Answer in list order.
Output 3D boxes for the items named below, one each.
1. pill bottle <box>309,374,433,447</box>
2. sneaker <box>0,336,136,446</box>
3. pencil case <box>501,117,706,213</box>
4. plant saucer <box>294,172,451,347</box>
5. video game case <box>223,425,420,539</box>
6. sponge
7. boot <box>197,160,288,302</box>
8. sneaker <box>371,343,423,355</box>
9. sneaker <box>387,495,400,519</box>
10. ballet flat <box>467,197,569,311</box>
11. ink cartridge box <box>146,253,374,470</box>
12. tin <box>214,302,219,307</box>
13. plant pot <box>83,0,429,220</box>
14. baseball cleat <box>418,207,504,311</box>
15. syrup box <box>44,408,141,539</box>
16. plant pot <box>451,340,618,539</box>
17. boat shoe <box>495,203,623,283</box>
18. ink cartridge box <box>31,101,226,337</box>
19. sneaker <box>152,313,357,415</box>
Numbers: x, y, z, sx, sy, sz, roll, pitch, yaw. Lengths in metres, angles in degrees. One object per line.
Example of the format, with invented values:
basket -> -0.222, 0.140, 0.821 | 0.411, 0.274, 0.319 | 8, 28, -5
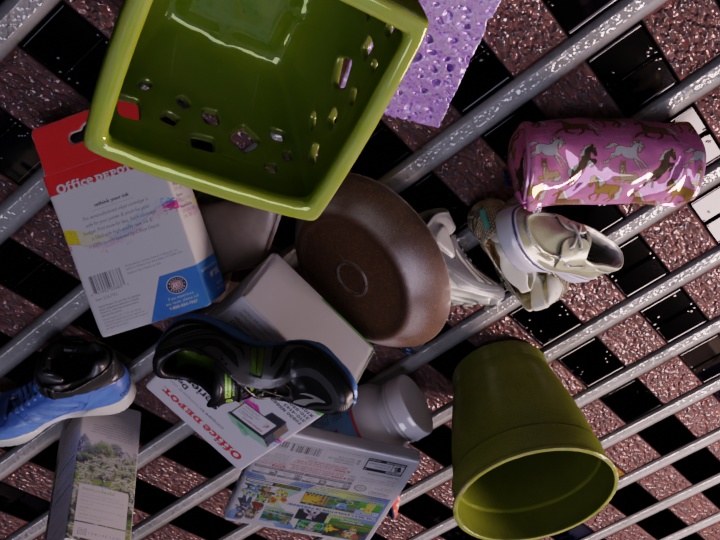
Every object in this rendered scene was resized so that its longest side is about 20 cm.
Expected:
pill bottle -> -0.010, 0.216, 1.132 | 0.199, 0.109, 0.109 | -31, 131, 19
sneaker -> -0.371, 0.135, 1.012 | 0.197, 0.077, 0.112 | -12, 141, -4
pencil case -> 0.248, -0.107, 0.885 | 0.197, 0.084, 0.087 | -2, 142, -9
plant saucer -> 0.000, 0.000, 0.885 | 0.199, 0.037, 0.202 | 25, 134, 29
video game case -> -0.050, 0.266, 1.086 | 0.198, 0.022, 0.183 | 15, 126, -17
sponge -> 0.057, -0.223, 0.775 | 0.110, 0.030, 0.201 | 10, 131, -19
boot -> -0.164, -0.043, 0.889 | 0.145, 0.071, 0.201 | 16, 122, -12
sneaker -> 0.009, 0.076, 1.025 | 0.199, 0.074, 0.112 | -28, 132, 16
sneaker -> -0.038, 0.337, 1.262 | 0.197, 0.085, 0.075 | -10, 135, 0
ballet flat -> 0.182, 0.001, 0.981 | 0.067, 0.076, 0.200 | -28, 132, 20
ink cartridge box -> -0.107, 0.100, 0.905 | 0.145, 0.084, 0.200 | 44, 129, -9
tin -> -0.126, 0.107, 1.016 | 0.111, 0.042, 0.202 | 30, 138, 23
plant pot -> -0.086, -0.189, 0.676 | 0.197, 0.183, 0.201 | 17, 129, -24
baseball cleat -> 0.105, -0.011, 0.961 | 0.069, 0.108, 0.199 | -3, 172, 32
syrup box -> -0.322, 0.260, 1.056 | 0.078, 0.201, 0.082 | 22, 126, -27
plant pot -> 0.193, 0.200, 1.094 | 0.198, 0.194, 0.202 | -5, 135, -5
boat shoe -> 0.215, -0.032, 0.934 | 0.062, 0.073, 0.199 | -17, 161, 37
ink cartridge box -> -0.217, -0.053, 0.826 | 0.115, 0.067, 0.202 | -16, 98, 9
sneaker -> -0.098, 0.098, 0.791 | 0.197, 0.083, 0.071 | 14, 125, 13
